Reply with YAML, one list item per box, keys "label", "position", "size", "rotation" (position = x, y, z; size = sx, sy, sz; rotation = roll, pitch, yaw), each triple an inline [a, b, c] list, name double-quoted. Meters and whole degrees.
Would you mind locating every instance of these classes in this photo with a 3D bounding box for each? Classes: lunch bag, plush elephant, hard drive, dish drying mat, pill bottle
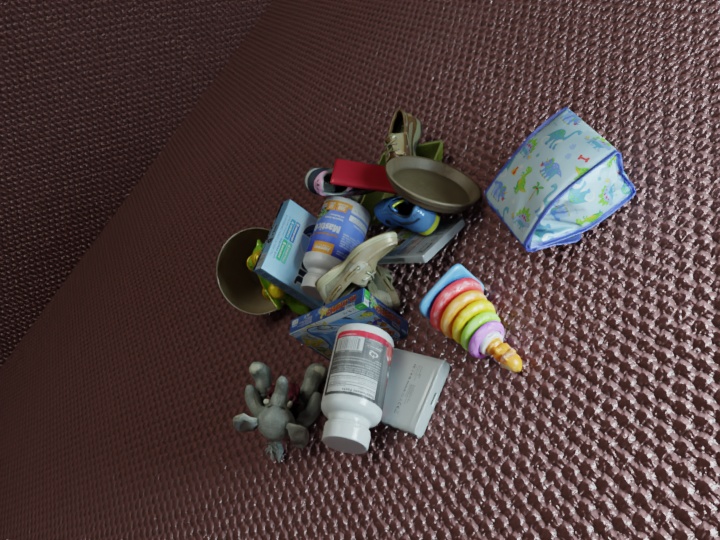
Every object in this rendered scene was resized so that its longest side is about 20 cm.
- label: "lunch bag"
  position: [0.317, -0.137, 1.106]
  size: [0.198, 0.128, 0.171]
  rotation: [-36, 37, 9]
- label: "plush elephant"
  position: [-0.156, 0.266, 1.292]
  size: [0.155, 0.160, 0.206]
  rotation: [99, 180, -77]
- label: "hard drive"
  position: [0.062, 0.209, 1.205]
  size: [0.198, 0.026, 0.134]
  rotation: [5, 65, 53]
- label: "dish drying mat"
  position: [0.039, -0.188, 1.380]
  size: [0.078, 0.194, 0.018]
  rotation: [-79, -2, -45]
- label: "pill bottle"
  position: [-0.057, -0.042, 1.421]
  size: [0.111, 0.111, 0.205]
  rotation: [-4, 60, 48]
- label: "pill bottle"
  position: [-0.009, 0.206, 1.171]
  size: [0.109, 0.110, 0.204]
  rotation: [-18, 48, 41]

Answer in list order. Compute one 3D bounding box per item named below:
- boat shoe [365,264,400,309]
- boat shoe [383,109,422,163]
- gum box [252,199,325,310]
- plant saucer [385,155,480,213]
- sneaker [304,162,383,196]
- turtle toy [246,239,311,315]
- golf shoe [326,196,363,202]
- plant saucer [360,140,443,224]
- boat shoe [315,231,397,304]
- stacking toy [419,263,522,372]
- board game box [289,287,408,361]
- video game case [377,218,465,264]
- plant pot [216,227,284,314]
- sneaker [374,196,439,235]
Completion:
- label: "boat shoe"
  position: [0.036, 0.027, 1.369]
  size: [0.063, 0.074, 0.201]
  rotation: [-12, 26, -5]
- label: "boat shoe"
  position: [0.081, -0.266, 1.467]
  size: [0.075, 0.073, 0.204]
  rotation: [-20, 46, 39]
- label: "gum box"
  position: [-0.118, -0.027, 1.472]
  size: [0.044, 0.198, 0.173]
  rotation: [-11, 51, 52]
- label: "plant saucer"
  position: [0.140, -0.168, 1.318]
  size: [0.202, 0.195, 0.030]
  rotation: [-111, 32, -51]
- label: "sneaker"
  position: [-0.017, -0.188, 1.439]
  size: [0.082, 0.195, 0.072]
  rotation: [-145, 49, -61]
- label: "turtle toy"
  position: [-0.178, 0.017, 1.522]
  size: [0.100, 0.203, 0.145]
  rotation: [-30, 6, -16]
- label: "golf shoe"
  position: [-0.030, -0.172, 1.569]
  size: [0.091, 0.076, 0.200]
  rotation: [-42, 11, -4]
- label: "plant saucer"
  position: [0.093, -0.180, 1.487]
  size: [0.197, 0.048, 0.204]
  rotation: [1, 62, 51]
- label: "boat shoe"
  position: [0.000, 0.000, 1.287]
  size: [0.198, 0.072, 0.066]
  rotation: [-37, 73, 22]
- label: "stacking toy"
  position: [0.195, 0.097, 1.093]
  size: [0.110, 0.115, 0.201]
  rotation: [-47, 48, 8]
- label: "board game box"
  position: [-0.024, 0.111, 1.298]
  size: [0.197, 0.135, 0.035]
  rotation: [-25, 42, 36]
- label: "video game case"
  position: [0.096, -0.056, 1.342]
  size: [0.197, 0.018, 0.143]
  rotation: [-1, 32, 48]
- label: "plant pot"
  position: [-0.243, -0.005, 1.647]
  size: [0.201, 0.199, 0.135]
  rotation: [-49, 4, 5]
- label: "sneaker"
  position: [0.077, -0.126, 1.349]
  size: [0.067, 0.078, 0.199]
  rotation: [-58, 33, -5]
